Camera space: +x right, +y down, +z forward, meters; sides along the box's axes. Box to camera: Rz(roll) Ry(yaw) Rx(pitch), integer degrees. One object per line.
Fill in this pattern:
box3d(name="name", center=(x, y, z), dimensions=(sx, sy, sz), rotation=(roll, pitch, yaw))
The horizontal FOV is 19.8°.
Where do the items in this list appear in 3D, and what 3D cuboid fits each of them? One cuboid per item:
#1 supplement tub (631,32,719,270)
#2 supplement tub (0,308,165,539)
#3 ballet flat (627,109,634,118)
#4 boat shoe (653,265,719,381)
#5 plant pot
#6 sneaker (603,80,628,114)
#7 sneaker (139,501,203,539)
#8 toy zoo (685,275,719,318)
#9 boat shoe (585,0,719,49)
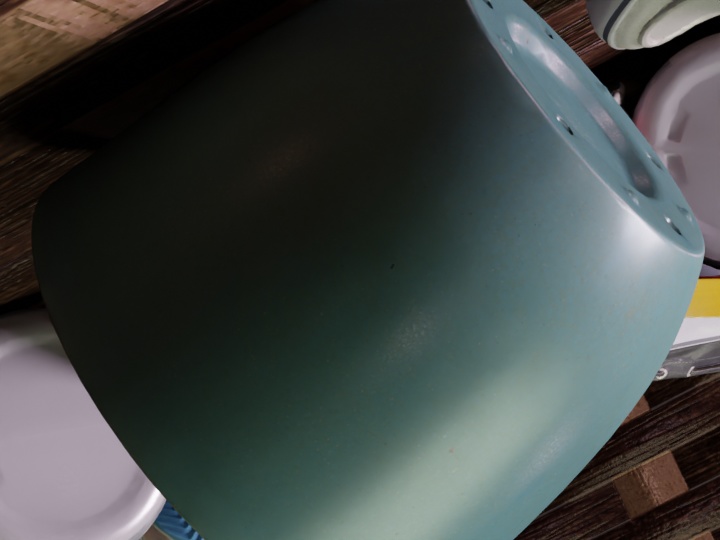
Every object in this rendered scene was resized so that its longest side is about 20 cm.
box3d(name="supplement tub", center=(0.217, -0.062, 1.108), dimensions=(0.122, 0.123, 0.200), rotation=(-28, 174, 15))
box3d(name="supplement tub", center=(-0.174, 0.104, 0.992), dimensions=(0.122, 0.123, 0.200), rotation=(-21, 171, -30))
box3d(name="ballet flat", center=(0.131, -0.003, 1.224), dimensions=(0.046, 0.067, 0.201), rotation=(22, 106, -31))
box3d(name="boat shoe", center=(0.141, 0.043, 1.175), dimensions=(0.199, 0.070, 0.067), rotation=(-11, 127, -25))
box3d(name="plant pot", center=(0.016, -0.005, 0.696), dimensions=(0.161, 0.201, 0.200), rotation=(-41, 168, 17))
box3d(name="sneaker", center=(0.116, -0.041, 1.106), dimensions=(0.077, 0.085, 0.200), rotation=(-26, 172, -5))
box3d(name="sneaker", center=(-0.097, 0.111, 1.078), dimensions=(0.076, 0.081, 0.200), rotation=(-15, -155, -18))
box3d(name="toy zoo", center=(0.169, 0.013, 1.077), dimensions=(0.199, 0.021, 0.131), rotation=(-1, 180, -19))
box3d(name="boat shoe", center=(0.167, -0.125, 0.797), dimensions=(0.071, 0.070, 0.200), rotation=(-18, 168, -45))
